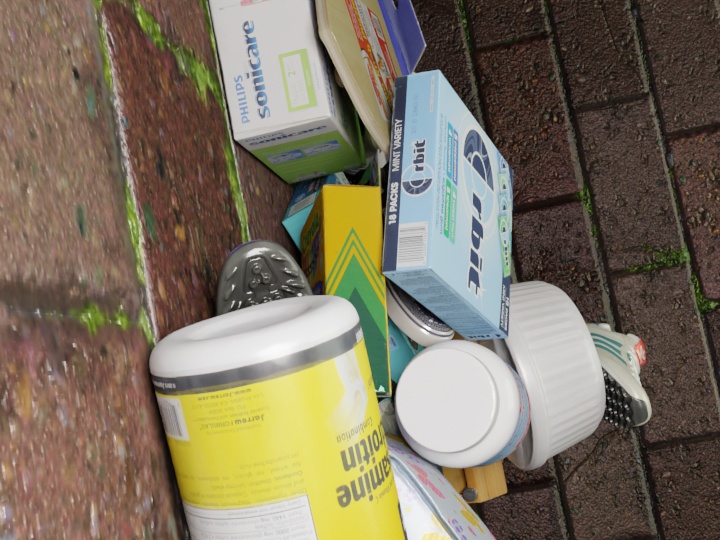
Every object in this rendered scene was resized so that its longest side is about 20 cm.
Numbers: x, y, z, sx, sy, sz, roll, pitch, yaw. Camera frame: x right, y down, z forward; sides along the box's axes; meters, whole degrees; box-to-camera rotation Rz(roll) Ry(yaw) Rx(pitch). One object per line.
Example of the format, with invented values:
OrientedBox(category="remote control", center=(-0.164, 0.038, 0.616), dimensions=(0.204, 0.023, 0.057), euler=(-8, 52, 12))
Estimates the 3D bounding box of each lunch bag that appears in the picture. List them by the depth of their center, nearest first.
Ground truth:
OrientedBox(category="lunch bag", center=(0.030, 0.218, 0.820), dimensions=(0.201, 0.127, 0.170), euler=(54, 2, 12))

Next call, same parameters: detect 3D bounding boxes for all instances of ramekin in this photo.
OrientedBox(category="ramekin", center=(0.185, 0.104, 1.081), dimensions=(0.202, 0.093, 0.204), euler=(164, -90, -81))

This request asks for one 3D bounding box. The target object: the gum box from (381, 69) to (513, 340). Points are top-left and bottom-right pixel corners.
OrientedBox(category="gum box", center=(0.082, -0.048, 0.871), dimensions=(0.200, 0.044, 0.172), euler=(38, 52, -58))

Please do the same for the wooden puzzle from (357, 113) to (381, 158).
OrientedBox(category="wooden puzzle", center=(-0.038, -0.202, 1.069), dimensions=(0.200, 0.046, 0.187), euler=(171, -88, -70))

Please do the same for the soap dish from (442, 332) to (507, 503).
OrientedBox(category="soap dish", center=(0.067, 0.168, 1.114), dimensions=(0.081, 0.156, 0.202), euler=(-41, 120, -62))

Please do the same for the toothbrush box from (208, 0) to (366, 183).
OrientedBox(category="toothbrush box", center=(-0.060, -0.172, 0.890), dimensions=(0.200, 0.085, 0.147), euler=(30, 49, -78))

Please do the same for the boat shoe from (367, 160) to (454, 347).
OrientedBox(category="boat shoe", center=(0.055, -0.030, 0.943), dimensions=(0.093, 0.074, 0.201), euler=(-53, -136, 35))

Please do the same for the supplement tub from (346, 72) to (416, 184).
OrientedBox(category="supplement tub", center=(0.035, -0.164, 1.384), dimensions=(0.141, 0.139, 0.201), euler=(-90, 166, -57))

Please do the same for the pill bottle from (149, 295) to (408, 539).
OrientedBox(category="pill bottle", center=(-0.035, 0.122, 0.527), dimensions=(0.112, 0.111, 0.202), euler=(-57, 135, -79))

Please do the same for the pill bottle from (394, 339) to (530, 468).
OrientedBox(category="pill bottle", center=(0.091, 0.120, 0.891), dimensions=(0.200, 0.108, 0.110), euler=(36, 43, -73))

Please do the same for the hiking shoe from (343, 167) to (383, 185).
OrientedBox(category="hiking shoe", center=(0.054, -0.054, 1.089), dimensions=(0.200, 0.100, 0.076), euler=(40, -59, 46))

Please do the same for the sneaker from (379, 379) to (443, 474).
OrientedBox(category="sneaker", center=(0.026, 0.180, 0.998), dimensions=(0.078, 0.086, 0.201), euler=(-103, 167, -45))

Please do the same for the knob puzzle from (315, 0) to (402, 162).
OrientedBox(category="knob puzzle", center=(-0.003, -0.175, 0.858), dimensions=(0.221, 0.030, 0.220), euler=(-90, 154, -48))

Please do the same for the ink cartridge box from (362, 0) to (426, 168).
OrientedBox(category="ink cartridge box", center=(-0.003, -0.248, 1.084), dimensions=(0.200, 0.047, 0.199), euler=(114, -35, -57))

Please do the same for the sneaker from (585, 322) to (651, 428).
OrientedBox(category="sneaker", center=(0.279, 0.101, 1.097), dimensions=(0.200, 0.093, 0.071), euler=(-133, -152, -69))

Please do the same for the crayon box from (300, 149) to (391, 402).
OrientedBox(category="crayon box", center=(-0.016, 0.015, 0.838), dimensions=(0.126, 0.051, 0.202), euler=(126, -36, -70))

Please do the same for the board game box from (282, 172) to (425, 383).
OrientedBox(category="board game box", center=(0.000, 0.000, 1.018), dimensions=(0.201, 0.047, 0.151), euler=(58, 14, -17))

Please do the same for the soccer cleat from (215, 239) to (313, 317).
OrientedBox(category="soccer cleat", center=(-0.057, 0.051, 0.690), dimensions=(0.073, 0.068, 0.201), euler=(-115, -173, -50))
